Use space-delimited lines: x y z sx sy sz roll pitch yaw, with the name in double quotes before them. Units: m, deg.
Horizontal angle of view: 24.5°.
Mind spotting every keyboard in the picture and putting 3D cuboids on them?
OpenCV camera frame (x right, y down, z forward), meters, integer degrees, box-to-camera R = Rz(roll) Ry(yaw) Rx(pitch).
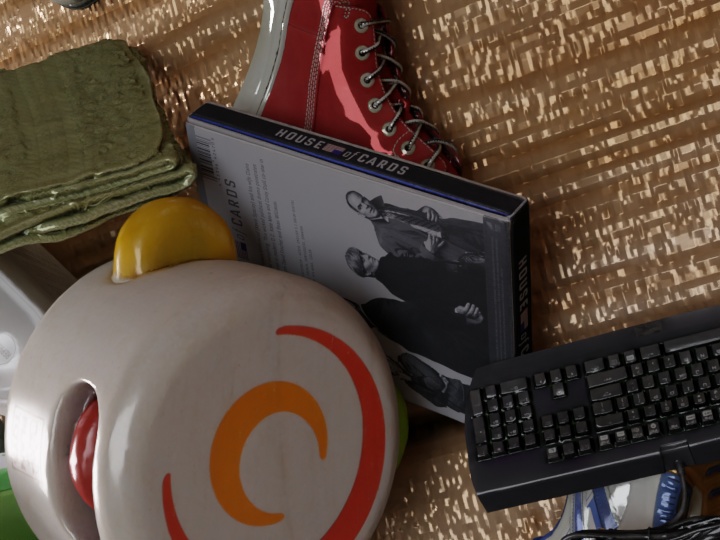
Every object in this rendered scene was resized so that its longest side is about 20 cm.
"keyboard" 0.149 0.079 0.790 0.198 0.021 0.128 -16 59 13

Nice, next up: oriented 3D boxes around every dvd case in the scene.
"dvd case" 0.000 0.000 0.886 0.199 0.025 0.151 20 135 29

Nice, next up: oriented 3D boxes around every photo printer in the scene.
"photo printer" -0.205 0.025 0.973 0.200 0.166 0.070 41 92 22

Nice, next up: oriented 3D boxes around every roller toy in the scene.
"roller toy" -0.086 0.083 0.861 0.139 0.200 0.183 13 58 50

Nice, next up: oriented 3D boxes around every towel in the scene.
"towel" -0.177 -0.070 0.928 0.200 0.147 0.037 -122 19 -56

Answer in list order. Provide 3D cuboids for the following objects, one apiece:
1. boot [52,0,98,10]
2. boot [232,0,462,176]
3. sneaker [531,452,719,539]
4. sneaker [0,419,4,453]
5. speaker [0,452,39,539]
"boot" -0.229 -0.250 0.989 0.067 0.130 0.201 -27 79 29
"boot" 0.014 -0.111 0.891 0.144 0.072 0.201 29 114 26
"sneaker" 0.125 0.172 0.844 0.088 0.075 0.202 11 89 38
"sneaker" -0.314 0.067 1.084 0.200 0.082 0.073 42 114 23
"speaker" -0.201 0.148 0.952 0.088 0.200 0.089 2 93 30
